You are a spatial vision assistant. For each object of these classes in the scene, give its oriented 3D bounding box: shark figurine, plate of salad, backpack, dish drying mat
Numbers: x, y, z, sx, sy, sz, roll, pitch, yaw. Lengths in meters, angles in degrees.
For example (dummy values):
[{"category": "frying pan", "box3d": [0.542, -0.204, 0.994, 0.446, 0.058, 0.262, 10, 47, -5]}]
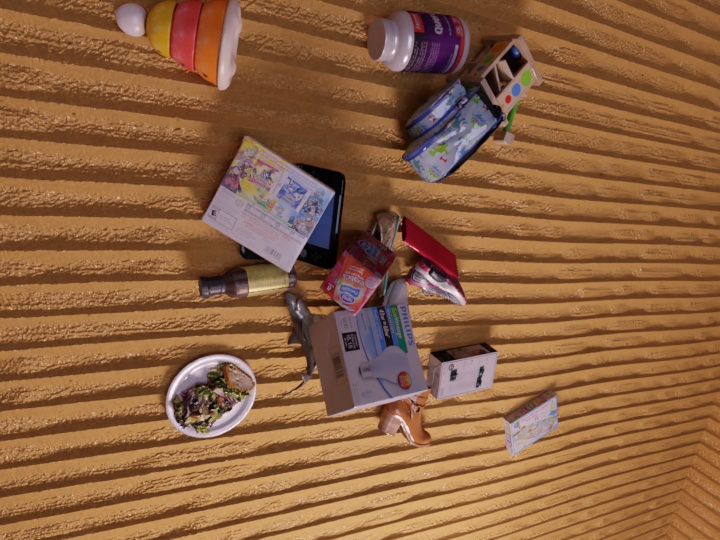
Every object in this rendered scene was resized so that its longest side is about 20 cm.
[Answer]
[{"category": "shark figurine", "box3d": [-0.134, 0.170, 1.213, 0.088, 0.218, 0.128, -19, 156, 26]}, {"category": "plate of salad", "box3d": [-0.318, 0.278, 1.181, 0.197, 0.048, 0.204, -11, 114, -26]}, {"category": "backpack", "box3d": [0.177, -0.297, 1.170, 0.147, 0.183, 0.200, 42, 89, -11]}, {"category": "dish drying mat", "box3d": [0.169, -0.052, 1.325, 0.018, 0.078, 0.199, -31, 132, 33]}]

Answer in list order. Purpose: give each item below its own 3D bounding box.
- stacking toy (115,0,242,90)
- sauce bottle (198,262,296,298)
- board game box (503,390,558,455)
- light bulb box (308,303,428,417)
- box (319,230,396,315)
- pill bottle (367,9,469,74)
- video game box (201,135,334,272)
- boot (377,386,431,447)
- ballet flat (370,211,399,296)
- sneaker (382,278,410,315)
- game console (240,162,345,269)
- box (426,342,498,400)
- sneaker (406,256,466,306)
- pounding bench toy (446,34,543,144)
[{"category": "stacking toy", "box3d": [-0.303, -0.397, 0.909, 0.196, 0.146, 0.149, 10, 104, -12]}, {"category": "sauce bottle", "box3d": [-0.231, 0.021, 1.122, 0.197, 0.065, 0.066, -7, 112, -28]}, {"category": "board game box", "box3d": [0.554, 0.492, 1.764, 0.197, 0.034, 0.137, -23, 118, -20]}, {"category": "light bulb box", "box3d": [0.016, 0.189, 1.174, 0.197, 0.124, 0.202, -4, 73, -35]}, {"category": "box", "box3d": [0.000, 0.000, 1.147, 0.095, 0.200, 0.100, 37, 110, 1]}, {"category": "pill bottle", "box3d": [0.117, -0.462, 1.107, 0.197, 0.112, 0.115, -8, 112, -27]}, {"category": "video game box", "box3d": [-0.177, -0.127, 1.054, 0.198, 0.047, 0.184, 31, 102, -10]}, {"category": "boot", "box3d": [0.149, 0.383, 1.479, 0.198, 0.076, 0.157, 30, 89, -27]}, {"category": "ballet flat", "box3d": [0.042, -0.040, 1.265, 0.064, 0.071, 0.204, 8, 103, -4]}, {"category": "sneaker", "box3d": [0.092, 0.122, 1.310, 0.076, 0.079, 0.204, 11, 89, -55]}, {"category": "game console", "box3d": [-0.136, -0.107, 1.097, 0.118, 0.170, 0.204, -22, 124, -57]}, {"category": "box", "box3d": [0.282, 0.278, 1.513, 0.197, 0.060, 0.119, -6, 111, -27]}, {"category": "sneaker", "box3d": [0.195, 0.034, 1.370, 0.074, 0.081, 0.199, -40, 126, 23]}, {"category": "pounding bench toy", "box3d": [0.326, -0.408, 1.239, 0.156, 0.124, 0.200, -47, 124, -6]}]
